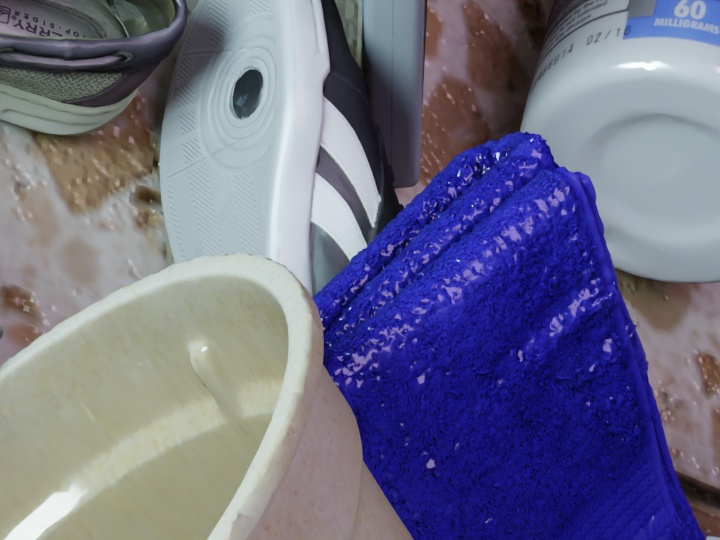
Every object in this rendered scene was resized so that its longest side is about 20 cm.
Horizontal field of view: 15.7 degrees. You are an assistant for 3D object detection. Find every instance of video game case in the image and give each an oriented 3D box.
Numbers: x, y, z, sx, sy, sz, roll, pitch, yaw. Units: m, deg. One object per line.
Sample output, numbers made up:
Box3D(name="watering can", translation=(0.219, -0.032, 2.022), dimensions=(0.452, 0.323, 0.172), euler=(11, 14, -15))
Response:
Box3D(name="video game case", translation=(0.014, -0.159, 0.872), dimensions=(0.022, 0.200, 0.183), euler=(2, 55, 2))

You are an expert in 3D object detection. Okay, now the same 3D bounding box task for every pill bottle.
Box3D(name="pill bottle", translation=(0.132, -0.103, 0.982), dimensions=(0.114, 0.114, 0.201), euler=(35, 47, -20))

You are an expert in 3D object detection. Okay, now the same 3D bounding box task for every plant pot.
Box3D(name="plant pot", translation=(-0.035, 0.131, 0.659), dimensions=(0.184, 0.200, 0.201), euler=(49, 43, -23))

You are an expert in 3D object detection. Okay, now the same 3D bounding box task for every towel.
Box3D(name="towel", translation=(0.049, 0.076, 0.781), dimensions=(0.148, 0.049, 0.201), euler=(-46, 123, -38))

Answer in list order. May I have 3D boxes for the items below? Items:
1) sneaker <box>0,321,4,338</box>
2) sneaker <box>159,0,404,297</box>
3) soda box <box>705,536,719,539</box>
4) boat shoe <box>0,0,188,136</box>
Box3D(name="sneaker", translation=(-0.194, -0.005, 0.674), dimensions=(0.199, 0.080, 0.116), euler=(-14, 71, -52))
Box3D(name="sneaker", translation=(0.000, 0.000, 0.843), dimensions=(0.111, 0.073, 0.201), euler=(13, 65, -39))
Box3D(name="soda box", translation=(0.120, 0.185, 0.771), dimensions=(0.068, 0.063, 0.201), euler=(44, 56, -61))
Box3D(name="boat shoe", translation=(-0.142, -0.096, 0.775), dimensions=(0.199, 0.065, 0.072), euler=(19, 55, -31))
